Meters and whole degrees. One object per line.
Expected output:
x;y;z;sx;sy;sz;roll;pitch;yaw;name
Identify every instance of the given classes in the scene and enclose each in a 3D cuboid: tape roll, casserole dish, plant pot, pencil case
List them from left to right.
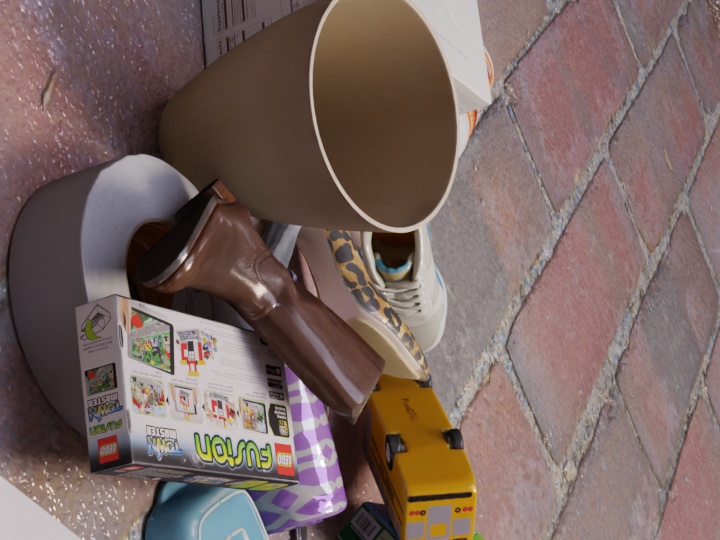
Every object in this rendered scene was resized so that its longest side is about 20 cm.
-0.160;0.022;1.155;0.200;0.066;0.202;39;43;-50;tape roll
-0.093;0.242;1.192;0.121;0.039;0.201;-30;104;-62;casserole dish
-0.070;0.106;1.274;0.086;0.083;0.202;134;-56;-83;pencil case
-0.056;-0.113;1.265;0.187;0.199;0.189;10;77;-52;plant pot

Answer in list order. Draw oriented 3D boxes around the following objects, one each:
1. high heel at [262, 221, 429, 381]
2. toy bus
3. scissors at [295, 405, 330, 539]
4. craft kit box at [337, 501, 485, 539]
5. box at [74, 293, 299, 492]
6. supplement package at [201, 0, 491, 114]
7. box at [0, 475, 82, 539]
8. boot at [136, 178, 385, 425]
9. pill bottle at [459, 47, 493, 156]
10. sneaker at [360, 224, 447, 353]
0.000;0.000;1.433;0.200;0.071;0.143;38;45;-20;high heel
0.045;0.156;1.403;0.200;0.065;0.079;-117;-154;-63;toy bus
-0.055;0.163;1.342;0.073;0.014;0.201;51;35;-42;scissors
0.098;0.286;1.408;0.200;0.049;0.197;45;14;28;craft kit box
-0.113;0.088;1.097;0.200;0.035;0.111;21;58;-58;box
-0.014;-0.205;1.413;0.152;0.199;0.152;27;52;-55;supplement package
-0.214;0.211;0.977;0.200;0.036;0.145;48;36;-40;box
-0.058;0.038;1.120;0.200;0.064;0.187;51;18;-10;boot
0.065;-0.163;1.647;0.110;0.109;0.200;62;28;-22;pill bottle
0.035;0.002;1.497;0.081;0.076;0.201;-81;161;-55;sneaker
